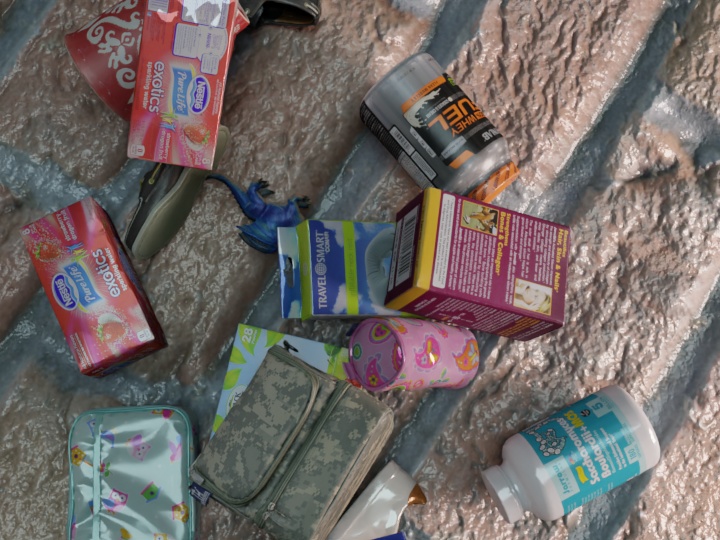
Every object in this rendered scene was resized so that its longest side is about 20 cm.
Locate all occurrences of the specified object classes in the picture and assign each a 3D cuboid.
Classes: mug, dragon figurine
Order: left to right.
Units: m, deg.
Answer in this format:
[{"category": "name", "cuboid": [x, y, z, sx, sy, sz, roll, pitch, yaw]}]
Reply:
[{"category": "mug", "cuboid": [-0.242, -0.291, 1.209, 0.200, 0.178, 0.134, -35, 56, 7]}, {"category": "dragon figurine", "cuboid": [-0.124, -0.059, 1.212, 0.200, 0.059, 0.100, 22, 80, 1]}]

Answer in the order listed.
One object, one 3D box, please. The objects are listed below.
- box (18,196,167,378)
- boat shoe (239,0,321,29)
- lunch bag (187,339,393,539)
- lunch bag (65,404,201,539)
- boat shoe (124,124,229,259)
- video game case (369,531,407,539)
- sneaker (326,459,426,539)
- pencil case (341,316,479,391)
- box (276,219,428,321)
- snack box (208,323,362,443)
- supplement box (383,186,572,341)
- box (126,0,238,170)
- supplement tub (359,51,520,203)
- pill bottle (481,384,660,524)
[{"category": "box", "cuboid": [-0.329, 0.023, 1.173, 0.100, 0.095, 0.200, -25, 82, -5]}, {"category": "boat shoe", "cuboid": [-0.152, -0.357, 1.258, 0.200, 0.072, 0.068, 0, 76, -4]}, {"category": "lunch bag", "cuboid": [-0.079, 0.200, 1.065, 0.168, 0.139, 0.200, 30, 82, 13]}, {"category": "lunch bag", "cuboid": [-0.275, 0.264, 1.141, 0.160, 0.077, 0.200, -2, 80, -2]}, {"category": "boat shoe", "cuboid": [-0.245, -0.110, 1.211, 0.061, 0.072, 0.201, 33, 89, 18]}, {"category": "video game case", "cuboid": [-0.028, 0.402, 1.088, 0.200, 0.045, 0.181, -13, 121, -4]}, {"category": "sneaker", "cuboid": [0.003, 0.330, 1.138, 0.085, 0.073, 0.200, 40, 80, 8]}, {"category": "pencil case", "cuboid": [0.063, 0.101, 1.120, 0.087, 0.200, 0.088, -3, 84, 35]}, {"category": "box", "cuboid": [0.000, 0.000, 1.179, 0.200, 0.048, 0.122, 1, 79, -23]}, {"category": "snack box", "cuboid": [-0.092, 0.182, 1.166, 0.168, 0.068, 0.200, 14, 79, 0]}, {"category": "supplement box", "cuboid": [0.144, -0.004, 1.153, 0.200, 0.103, 0.131, 15, 68, -16]}, {"category": "box", "cuboid": [-0.206, -0.227, 1.102, 0.102, 0.095, 0.200, 8, 104, -9]}, {"category": "supplement tub", "cuboid": [0.102, -0.168, 1.205, 0.123, 0.123, 0.200, -40, 85, -8]}, {"category": "pill bottle", "cuboid": [0.250, 0.229, 1.144, 0.200, 0.111, 0.111, -27, 82, -6]}]
